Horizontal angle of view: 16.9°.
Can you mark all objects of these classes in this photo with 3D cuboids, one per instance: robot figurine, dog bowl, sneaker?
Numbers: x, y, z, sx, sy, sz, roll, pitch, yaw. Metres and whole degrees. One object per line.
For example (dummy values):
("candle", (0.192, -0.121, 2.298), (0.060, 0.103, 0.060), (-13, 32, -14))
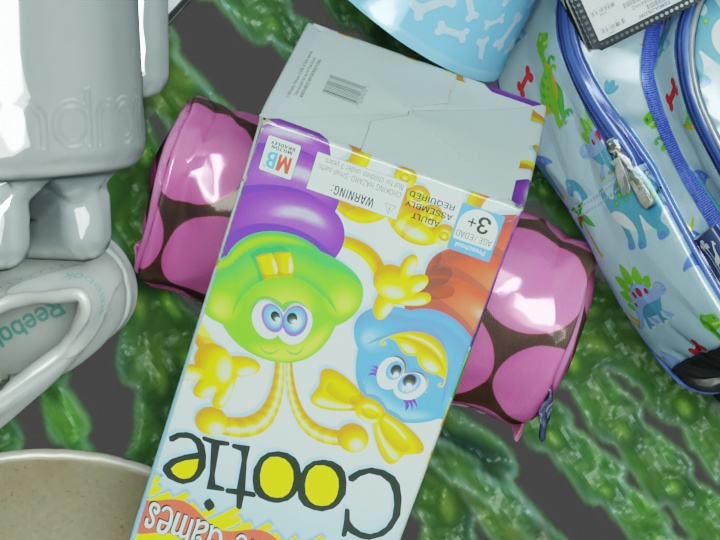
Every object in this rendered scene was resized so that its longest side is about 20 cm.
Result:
("robot figurine", (-0.144, -0.102, 0.964), (0.169, 0.113, 0.201), (-9, 98, -46))
("dog bowl", (-0.001, -0.162, 0.997), (0.200, 0.111, 0.050), (47, 111, 16))
("sneaker", (-0.184, 0.055, 1.023), (0.200, 0.089, 0.075), (-40, 98, 9))

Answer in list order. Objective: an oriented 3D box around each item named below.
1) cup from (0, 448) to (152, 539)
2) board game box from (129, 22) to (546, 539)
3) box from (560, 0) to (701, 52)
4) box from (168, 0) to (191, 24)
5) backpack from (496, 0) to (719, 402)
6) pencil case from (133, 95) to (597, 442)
("cup", (-0.129, 0.194, 0.999), (0.199, 0.201, 0.144), (2, 133, -4))
("board game box", (-0.009, 0.025, 0.951), (0.102, 0.105, 0.201), (19, 117, 1))
("box", (0.151, -0.181, 0.952), (0.199, 0.161, 0.044), (-26, 125, 4))
("box", (-0.179, -0.120, 1.041), (0.161, 0.049, 0.200), (42, 90, -3))
("backpack", (0.169, -0.076, 1.009), (0.183, 0.147, 0.200), (-34, 86, -22))
("pencil case", (0.000, 0.000, 1.044), (0.199, 0.091, 0.094), (23, 127, -3))
